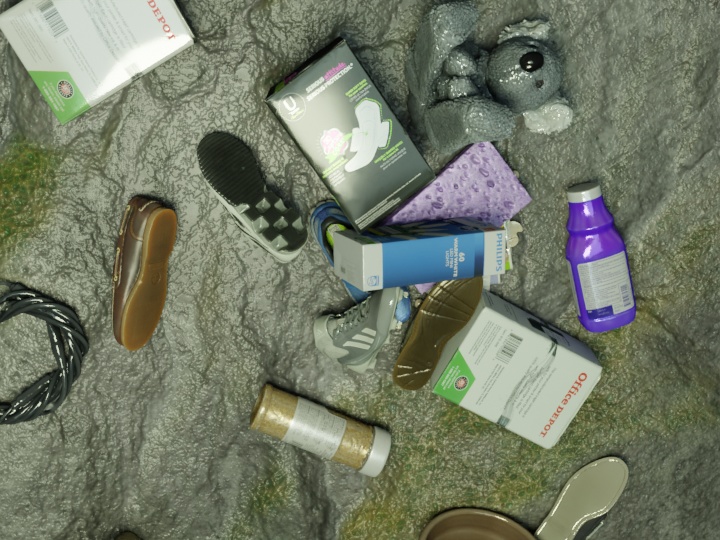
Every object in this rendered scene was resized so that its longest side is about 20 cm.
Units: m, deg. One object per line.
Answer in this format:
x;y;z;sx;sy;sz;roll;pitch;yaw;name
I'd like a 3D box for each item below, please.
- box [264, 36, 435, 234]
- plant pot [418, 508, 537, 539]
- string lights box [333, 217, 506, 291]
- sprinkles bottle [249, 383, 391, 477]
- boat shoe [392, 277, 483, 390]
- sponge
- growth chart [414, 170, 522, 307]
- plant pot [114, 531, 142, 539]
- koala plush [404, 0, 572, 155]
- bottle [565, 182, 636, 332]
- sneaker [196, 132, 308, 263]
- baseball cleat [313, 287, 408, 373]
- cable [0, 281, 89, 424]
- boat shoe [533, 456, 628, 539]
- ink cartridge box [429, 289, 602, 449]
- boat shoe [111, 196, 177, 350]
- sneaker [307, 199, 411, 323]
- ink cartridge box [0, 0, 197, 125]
-0.015;-0.175;1.177;0.123;0.149;0.201;-34;105;6;box
0.162;0.481;1.355;0.196;0.201;0.177;8;120;-7;plant pot
0.074;-0.022;1.174;0.196;0.103;0.060;-7;105;-22;string lights box
-0.056;0.227;1.317;0.197;0.068;0.069;23;101;-11;sprinkles bottle
0.100;0.069;1.282;0.072;0.065;0.202;27;110;-14;boat shoe
0.124;-0.075;1.262;0.199;0.030;0.112;-40;103;4;sponge
0.154;-0.041;1.295;0.142;0.018;0.204;3;104;-7;growth chart
-0.327;0.490;1.301;0.199;0.177;0.201;40;97;-14;plant pot
0.171;-0.243;1.186;0.197;0.184;0.180;-17;83;-17;koala plush
0.327;-0.019;1.293;0.082;0.065;0.203;-16;105;-2;bottle
-0.151;-0.088;1.230;0.074;0.089;0.201;-34;81;-21;sneaker
-0.008;0.075;1.240;0.105;0.071;0.201;16;140;-4;baseball cleat
-0.465;0.124;1.269;0.161;0.051;0.203;23;98;-16;cable
0.332;0.365;1.406;0.201;0.073;0.063;-50;146;2;boat shoe
0.215;0.137;1.305;0.198;0.083;0.148;28;108;-11;ink cartridge box
-0.298;0.002;1.244;0.069;0.070;0.204;21;101;28;boat shoe
0.000;0.000;1.254;0.078;0.089;0.201;-39;107;5;sneaker
-0.320;-0.297;1.151;0.198;0.084;0.148;-30;105;2;ink cartridge box
